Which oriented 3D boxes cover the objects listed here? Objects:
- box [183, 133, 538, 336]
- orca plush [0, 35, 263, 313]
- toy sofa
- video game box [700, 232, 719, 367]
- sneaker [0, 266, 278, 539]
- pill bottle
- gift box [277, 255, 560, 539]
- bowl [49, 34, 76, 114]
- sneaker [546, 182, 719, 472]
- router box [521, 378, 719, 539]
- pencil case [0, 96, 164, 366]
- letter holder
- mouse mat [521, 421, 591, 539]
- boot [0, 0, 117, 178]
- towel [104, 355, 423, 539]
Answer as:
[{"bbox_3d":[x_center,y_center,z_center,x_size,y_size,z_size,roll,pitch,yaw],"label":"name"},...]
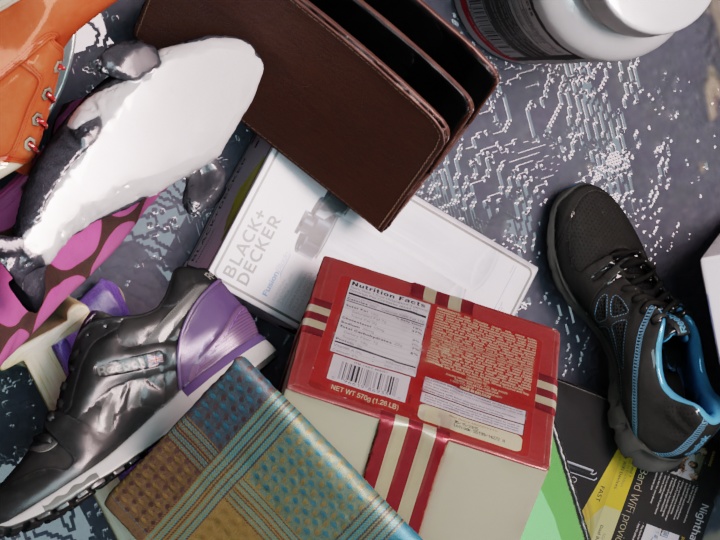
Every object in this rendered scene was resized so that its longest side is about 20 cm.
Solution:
[{"bbox_3d":[0.000,0.000,1.363,0.200,0.060,0.117,31,85,-18],"label":"box"},{"bbox_3d":[-0.140,-0.061,1.213,0.105,0.071,0.200,39,71,-25],"label":"orca plush"},{"bbox_3d":[-0.148,0.109,1.313,0.097,0.083,0.201,-29,103,-12],"label":"toy sofa"},{"bbox_3d":[0.275,0.065,1.403,0.047,0.182,0.201,-8,99,22],"label":"video game box"},{"bbox_3d":[-0.152,0.074,1.239,0.200,0.076,0.088,-36,88,-18],"label":"sneaker"},{"bbox_3d":[0.141,-0.185,1.318,0.110,0.200,0.111,-2,95,-19],"label":"pill bottle"},{"bbox_3d":[0.007,0.130,1.260,0.184,0.200,0.187,20,121,3],"label":"gift box"},{"bbox_3d":[-0.273,-0.146,1.245,0.200,0.090,0.202,-1,95,-18],"label":"bowl"},{"bbox_3d":[0.188,0.027,1.390,0.073,0.082,0.201,-13,74,-30],"label":"sneaker"},{"bbox_3d":[0.146,0.184,1.431,0.157,0.052,0.201,22,88,-19],"label":"router box"},{"bbox_3d":[-0.198,-0.022,1.249,0.200,0.091,0.094,-52,131,-34],"label":"pencil case"},{"bbox_3d":[-0.018,-0.144,1.259,0.200,0.142,0.101,38,62,2],"label":"letter holder"},{"bbox_3d":[0.049,0.183,1.379,0.199,0.008,0.162,-17,87,2],"label":"mouse mat"},{"bbox_3d":[-0.194,-0.114,1.194,0.200,0.075,0.107,-33,107,-5],"label":"boot"},{"bbox_3d":[-0.038,0.160,1.182,0.200,0.022,0.147,47,121,4],"label":"towel"}]
